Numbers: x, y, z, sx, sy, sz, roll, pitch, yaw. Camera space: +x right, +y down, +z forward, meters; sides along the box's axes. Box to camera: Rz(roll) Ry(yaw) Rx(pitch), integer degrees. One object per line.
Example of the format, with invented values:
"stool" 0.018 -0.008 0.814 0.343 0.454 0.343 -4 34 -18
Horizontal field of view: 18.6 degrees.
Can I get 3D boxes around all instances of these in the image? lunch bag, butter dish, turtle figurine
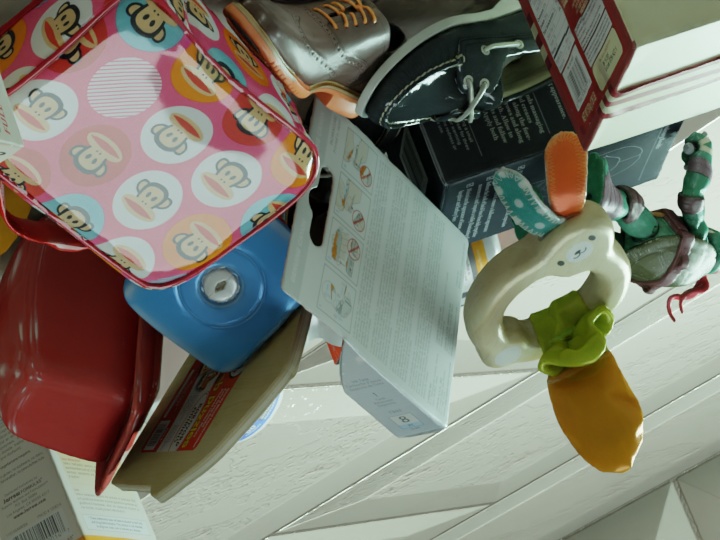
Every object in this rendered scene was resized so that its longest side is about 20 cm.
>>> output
"lunch bag" -0.141 -0.079 1.320 0.176 0.082 0.200 -37 131 11
"butter dish" -0.225 0.043 1.617 0.146 0.202 0.200 7 155 -12
"turtle figurine" 0.217 -0.034 1.646 0.199 0.101 0.150 10 132 -40

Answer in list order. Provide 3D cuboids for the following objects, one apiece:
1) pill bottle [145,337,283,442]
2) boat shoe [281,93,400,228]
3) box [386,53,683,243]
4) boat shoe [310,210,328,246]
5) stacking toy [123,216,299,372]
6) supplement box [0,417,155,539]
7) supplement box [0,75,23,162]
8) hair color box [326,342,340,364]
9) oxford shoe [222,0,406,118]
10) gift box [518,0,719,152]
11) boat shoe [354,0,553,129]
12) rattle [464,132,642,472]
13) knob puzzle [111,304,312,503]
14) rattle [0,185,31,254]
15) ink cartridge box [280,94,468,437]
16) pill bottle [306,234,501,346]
"pill bottle" -0.148 0.082 1.883 0.113 0.115 0.200 -25 163 12
"boat shoe" -0.015 -0.082 1.604 0.071 0.068 0.200 18 150 -11
"box" 0.129 -0.111 1.651 0.198 0.108 0.149 -18 162 -10
"boat shoe" 0.000 0.006 1.661 0.074 0.076 0.200 -32 160 18
"stacking toy" -0.099 -0.031 1.570 0.116 0.110 0.200 -45 -161 16
"supplement box" -0.255 0.158 1.805 0.073 0.201 0.126 -31 160 16
"supplement box" -0.292 -0.078 1.209 0.199 0.127 0.073 -30 160 27
"hair color box" 0.033 0.013 1.984 0.101 0.062 0.200 -15 161 -19
"oxford shoe" -0.028 -0.156 1.425 0.073 0.071 0.200 -44 165 11
"gift box" 0.213 -0.184 1.397 0.185 0.202 0.185 -19 168 -12
"boat shoe" 0.078 -0.136 1.508 0.199 0.060 0.076 -31 161 -39
"rattle" 0.145 0.026 1.511 0.129 0.144 0.201 2 142 -9
"knob puzzle" -0.085 0.082 1.551 0.030 0.221 0.219 38 132 -18
"rattle" -0.343 -0.016 1.498 0.198 0.144 0.130 -14 135 27
"ink cartridge box" 0.000 0.000 1.528 0.047 0.161 0.200 -14 142 33
"pill bottle" 0.009 -0.005 1.809 0.198 0.117 0.117 -18 163 -9
